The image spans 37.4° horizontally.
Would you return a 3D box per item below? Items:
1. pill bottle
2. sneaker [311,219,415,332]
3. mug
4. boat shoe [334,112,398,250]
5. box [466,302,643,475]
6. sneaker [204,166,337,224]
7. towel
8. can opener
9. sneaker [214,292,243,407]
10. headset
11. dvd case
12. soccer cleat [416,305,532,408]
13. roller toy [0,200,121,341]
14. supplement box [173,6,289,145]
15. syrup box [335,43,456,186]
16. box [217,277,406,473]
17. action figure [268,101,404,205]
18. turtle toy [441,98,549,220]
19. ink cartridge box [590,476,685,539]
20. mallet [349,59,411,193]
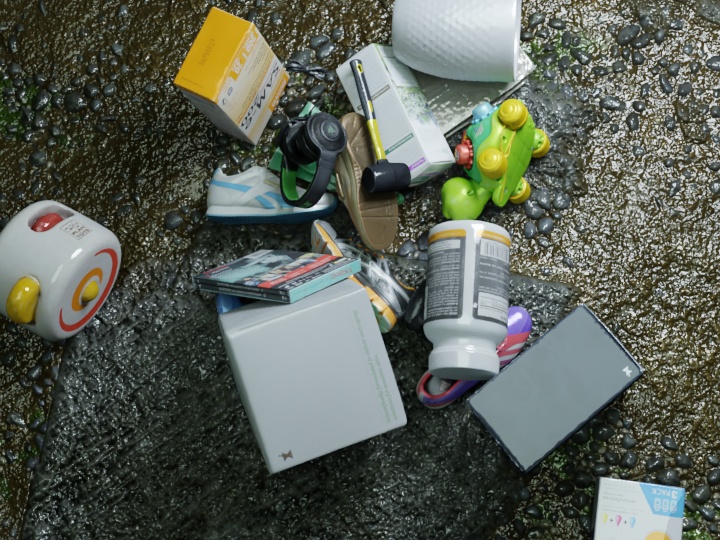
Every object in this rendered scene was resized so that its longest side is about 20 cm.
[{"bbox_3d":[0.143,0.042,1.439,0.116,0.116,0.201,2,75,8],"label":"pill bottle"},{"bbox_3d":[0.000,0.000,1.555,0.077,0.078,0.200,-33,73,-24],"label":"sneaker"},{"bbox_3d":[0.141,-0.366,1.535,0.174,0.148,0.201,4,49,10],"label":"mug"},{"bbox_3d":[0.001,-0.123,1.533,0.071,0.064,0.201,-7,81,-34],"label":"boat shoe"},{"bbox_3d":[0.256,0.164,1.419,0.200,0.197,0.124,-40,77,-1],"label":"box"},{"bbox_3d":[-0.133,-0.113,1.585,0.199,0.077,0.081,1,80,7],"label":"sneaker"},{"bbox_3d":[0.151,-0.292,1.600,0.199,0.034,0.133,-33,76,2],"label":"towel"},{"bbox_3d":[0.137,0.015,1.533,0.063,0.079,0.200,33,77,20],"label":"can opener"},{"bbox_3d":[-0.163,0.099,1.561,0.078,0.066,0.201,-16,79,-6],"label":"sneaker"},{"bbox_3d":[-0.081,-0.190,1.498,0.094,0.123,0.201,13,86,-30],"label":"headset"},{"bbox_3d":[-0.118,0.005,1.491,0.199,0.146,0.022,7,112,40],"label":"dvd case"},{"bbox_3d":[0.163,0.122,1.502,0.200,0.073,0.068,-38,76,0],"label":"soccer cleat"},{"bbox_3d":[-0.443,0.003,1.549,0.139,0.200,0.183,28,79,11],"label":"roller toy"},{"bbox_3d":[-0.183,-0.279,1.558,0.073,0.200,0.127,25,85,15],"label":"supplement box"},{"bbox_3d":[0.052,-0.225,1.557,0.081,0.079,0.201,-30,81,34],"label":"syrup box"},{"bbox_3d":[-0.070,0.133,1.440,0.199,0.171,0.200,-18,98,-8],"label":"box"},{"bbox_3d":[-0.023,-0.151,1.588,0.199,0.055,0.119,31,84,5],"label":"action figure"},{"bbox_3d":[0.185,-0.156,1.526,0.101,0.146,0.201,21,84,31],"label":"turtle toy"},{"bbox_3d":[0.367,0.386,1.429,0.114,0.068,0.201,6,81,9],"label":"ink cartridge box"},{"bbox_3d":[0.026,-0.205,1.511,0.066,0.041,0.201,0,73,-29],"label":"mallet"}]
